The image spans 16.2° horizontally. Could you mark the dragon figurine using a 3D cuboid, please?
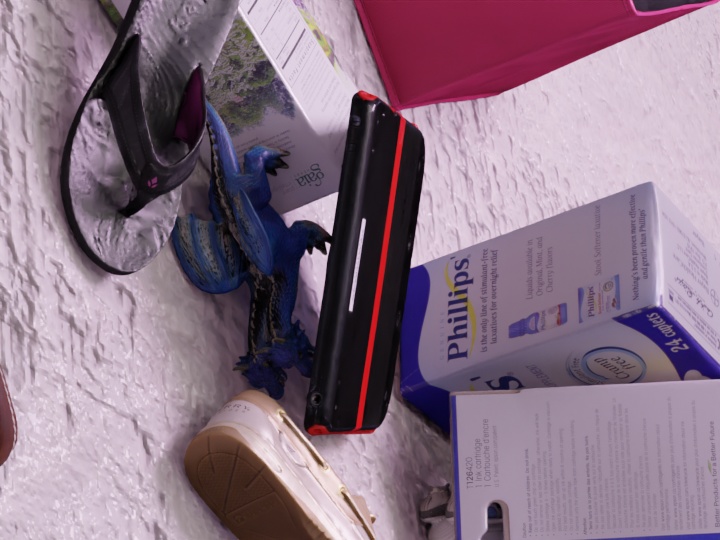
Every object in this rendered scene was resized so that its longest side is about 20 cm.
[{"bbox_3d":[-0.072,-0.024,1.502,0.200,0.059,0.099,62,28,-16],"label":"dragon figurine"}]

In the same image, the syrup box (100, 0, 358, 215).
[{"bbox_3d":[-0.077,-0.133,1.548,0.200,0.079,0.082,57,29,-22],"label":"syrup box"}]

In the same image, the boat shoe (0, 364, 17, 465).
[{"bbox_3d":[-0.215,0.005,1.209,0.201,0.070,0.070,65,32,-9],"label":"boat shoe"}]

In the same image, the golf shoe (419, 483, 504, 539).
[{"bbox_3d":[0.132,0.178,1.673,0.199,0.078,0.098,-7,88,-26],"label":"golf shoe"}]

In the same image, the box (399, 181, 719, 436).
[{"bbox_3d":[0.155,0.055,1.707,0.184,0.199,0.105,41,39,-42],"label":"box"}]

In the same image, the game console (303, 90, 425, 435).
[{"bbox_3d":[0.000,0.000,1.526,0.177,0.031,0.201,17,80,-77],"label":"game console"}]

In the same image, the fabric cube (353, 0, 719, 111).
[{"bbox_3d":[0.115,-0.244,1.846,0.200,0.199,0.197,-17,86,-63],"label":"fabric cube"}]

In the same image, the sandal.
[{"bbox_3d":[-0.115,-0.097,1.423,0.075,0.048,0.201,23,73,-28],"label":"sandal"}]

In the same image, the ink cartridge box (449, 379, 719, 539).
[{"bbox_3d":[0.160,0.170,1.596,0.047,0.199,0.199,52,36,-75],"label":"ink cartridge box"}]

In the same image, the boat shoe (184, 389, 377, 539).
[{"bbox_3d":[-0.021,0.152,1.458,0.200,0.074,0.069,57,35,-21],"label":"boat shoe"}]
